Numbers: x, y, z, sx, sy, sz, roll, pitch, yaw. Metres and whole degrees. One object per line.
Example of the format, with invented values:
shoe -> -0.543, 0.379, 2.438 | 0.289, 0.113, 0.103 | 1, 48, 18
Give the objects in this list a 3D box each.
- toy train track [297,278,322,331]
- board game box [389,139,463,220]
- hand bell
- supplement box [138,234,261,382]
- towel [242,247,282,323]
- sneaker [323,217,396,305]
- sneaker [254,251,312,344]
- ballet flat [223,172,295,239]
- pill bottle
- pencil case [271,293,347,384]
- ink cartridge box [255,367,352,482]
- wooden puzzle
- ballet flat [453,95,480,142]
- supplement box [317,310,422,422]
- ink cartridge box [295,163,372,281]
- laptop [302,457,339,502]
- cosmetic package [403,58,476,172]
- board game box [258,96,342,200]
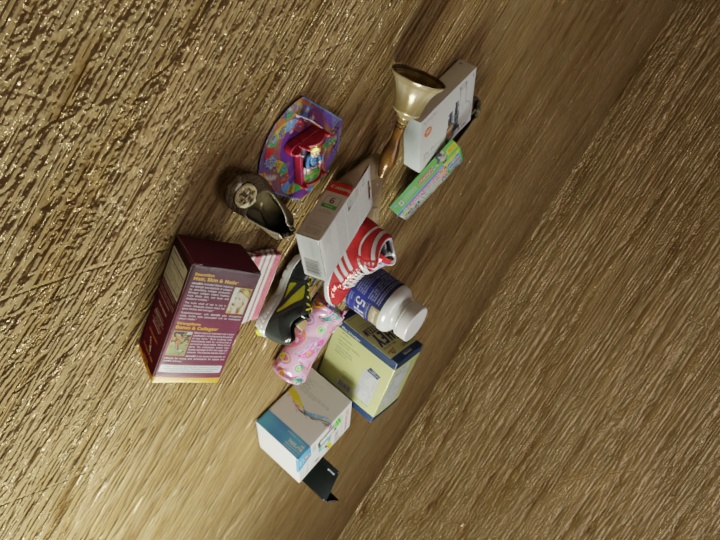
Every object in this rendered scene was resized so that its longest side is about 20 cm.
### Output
toy train track -> -0.121, 0.052, 1.230 | 0.201, 0.032, 0.115 | -56, 152, -16
board game box -> 0.154, -0.203, 1.361 | 0.200, 0.029, 0.134 | -47, 171, 9
hand bell -> 0.074, -0.263, 1.100 | 0.104, 0.103, 0.202 | -25, 143, -51
supplement box -> -0.240, 0.061, 0.876 | 0.109, 0.086, 0.202 | 8, 116, -40
towel -> -0.223, 0.034, 0.999 | 0.199, 0.030, 0.148 | -11, 130, -57
sneaker -> 0.000, 0.000, 1.167 | 0.071, 0.112, 0.203 | -16, 131, -53
sneaker -> -0.119, 0.051, 1.131 | 0.202, 0.084, 0.075 | -60, 169, -6
ballet flat -> -0.149, -0.092, 0.924 | 0.067, 0.046, 0.200 | -43, 158, -1
pill bottle -> 0.051, 0.069, 1.376 | 0.120, 0.199, 0.121 | -43, 154, -27
pencil case -> -0.112, 0.151, 1.304 | 0.202, 0.087, 0.087 | -57, 158, 4
ink cartridge box -> -0.138, 0.384, 1.484 | 0.200, 0.145, 0.148 | -42, 155, -31
wooden puzzle -> -0.025, -0.115, 1.182 | 0.185, 0.046, 0.202 | -43, 149, -31
ballet flat -> 0.225, -0.323, 1.405 | 0.202, 0.046, 0.067 | -57, 157, 1
supplement box -> 0.021, 0.234, 1.537 | 0.134, 0.199, 0.202 | -24, 143, -52
ink cartridge box -> -0.041, -0.093, 1.055 | 0.110, 0.050, 0.202 | 84, 30, -52
laptop -> -0.128, 0.572, 1.720 | 0.104, 0.176, 0.200 | -51, 157, -7
cosmetic package -> 0.170, -0.331, 1.277 | 0.200, 0.051, 0.152 | -47, 154, -21
board game box -> -0.083, -0.184, 0.966 | 0.160, 0.039, 0.199 | -61, 157, 11
